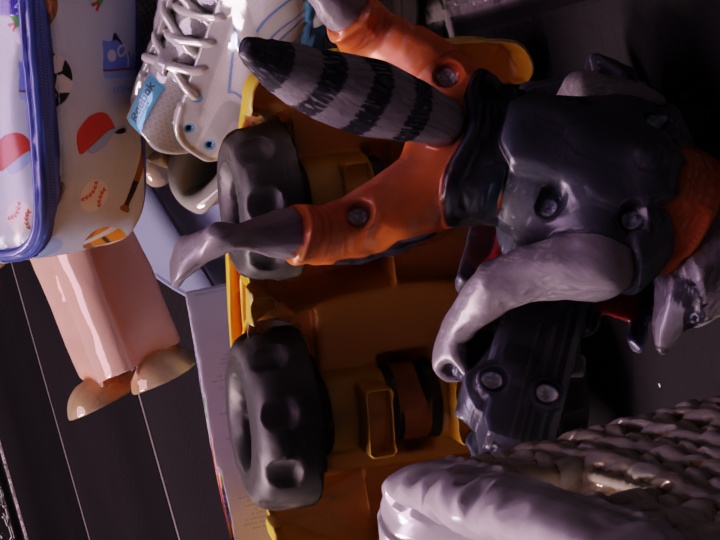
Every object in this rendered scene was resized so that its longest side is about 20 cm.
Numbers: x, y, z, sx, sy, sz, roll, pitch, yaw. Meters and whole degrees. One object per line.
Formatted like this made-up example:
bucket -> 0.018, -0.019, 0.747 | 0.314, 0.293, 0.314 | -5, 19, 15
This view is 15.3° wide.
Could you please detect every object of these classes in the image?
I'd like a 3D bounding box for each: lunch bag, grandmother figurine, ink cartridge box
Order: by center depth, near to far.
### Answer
lunch bag -> -0.176, -0.089, 1.188 | 0.199, 0.075, 0.161 | 10, 109, 48
ink cartridge box -> -0.013, 0.075, 1.206 | 0.201, 0.108, 0.051 | -104, 5, -52
grandmother figurine -> -0.143, -0.036, 1.283 | 0.201, 0.121, 0.061 | 65, -162, -5

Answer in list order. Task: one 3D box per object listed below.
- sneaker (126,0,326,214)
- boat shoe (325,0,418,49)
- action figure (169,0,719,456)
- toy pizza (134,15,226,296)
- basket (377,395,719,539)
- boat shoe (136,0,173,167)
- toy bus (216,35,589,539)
sneaker -> -0.059, -0.092, 1.103 | 0.075, 0.086, 0.201 | 42, 157, 32
boat shoe -> -0.019, -0.150, 1.151 | 0.075, 0.064, 0.203 | -124, 23, -49
action figure -> 0.040, -0.010, 0.865 | 0.105, 0.192, 0.201 | 122, 159, -62
toy pizza -> -0.104, -0.070, 1.307 | 0.200, 0.032, 0.201 | 40, 153, 26
basket -> 0.122, 0.136, 0.764 | 0.198, 0.160, 0.201 | -176, 70, -74
boat shoe -> -0.089, -0.148, 1.168 | 0.071, 0.069, 0.201 | -26, -48, -66
toy bus -> 0.000, 0.000, 1.096 | 0.192, 0.135, 0.202 | -144, 48, -72
